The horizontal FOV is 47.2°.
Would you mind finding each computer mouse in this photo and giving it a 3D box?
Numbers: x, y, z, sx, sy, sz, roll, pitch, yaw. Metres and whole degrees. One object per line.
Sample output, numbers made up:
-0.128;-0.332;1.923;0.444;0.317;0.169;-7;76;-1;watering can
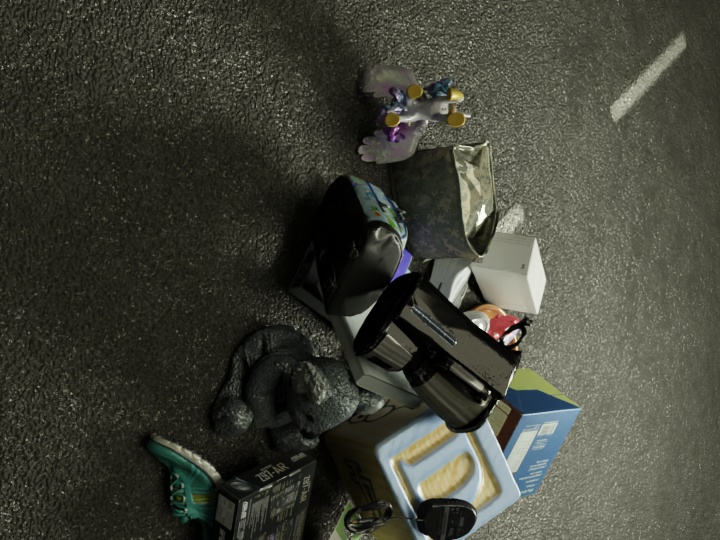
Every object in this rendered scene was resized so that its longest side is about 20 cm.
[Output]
0.071;0.343;1.149;0.198;0.034;0.059;7;99;-19;computer mouse

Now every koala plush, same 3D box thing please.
-0.080;0.169;1.184;0.177;0.199;0.185;27;70;-41;koala plush

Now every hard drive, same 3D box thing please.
0.013;0.105;1.228;0.131;0.026;0.201;29;25;-40;hard drive

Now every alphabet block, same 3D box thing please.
0.091;0.302;1.283;0.194;0.200;0.198;-26;96;-23;alphabet block

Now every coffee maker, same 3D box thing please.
0.112;0.095;1.152;0.200;0.134;0.193;41;49;-14;coffee maker

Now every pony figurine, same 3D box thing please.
0.086;-0.259;1.353;0.200;0.191;0.168;-48;138;-80;pony figurine

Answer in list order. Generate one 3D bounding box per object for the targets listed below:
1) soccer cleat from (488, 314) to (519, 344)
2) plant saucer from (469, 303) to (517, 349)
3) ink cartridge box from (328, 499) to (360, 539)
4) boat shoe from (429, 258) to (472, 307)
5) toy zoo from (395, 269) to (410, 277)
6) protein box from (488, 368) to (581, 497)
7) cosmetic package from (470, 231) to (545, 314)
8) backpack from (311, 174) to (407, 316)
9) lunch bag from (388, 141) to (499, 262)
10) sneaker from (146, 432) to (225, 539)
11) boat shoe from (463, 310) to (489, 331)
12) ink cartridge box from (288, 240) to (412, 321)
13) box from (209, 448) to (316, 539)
0.236;0.155;1.554;0.200;0.066;0.077;-39;130;-38;soccer cleat
0.239;0.167;1.621;0.199;0.037;0.202;3;86;-45;plant saucer
-0.066;0.456;1.258;0.146;0.048;0.201;73;38;-55;ink cartridge box
0.163;0.025;1.535;0.201;0.072;0.071;-57;150;-35;boat shoe
0.052;0.091;1.445;0.131;0.020;0.202;31;67;-40;toy zoo
0.263;0.303;1.517;0.198;0.135;0.201;5;116;-45;protein box
0.285;0.005;1.571;0.200;0.112;0.082;59;45;-61;cosmetic package
-0.006;-0.052;1.231;0.153;0.200;0.164;7;125;-35;backpack
0.150;-0.116;1.447;0.117;0.163;0.202;-13;98;-41;lunch bag
-0.228;0.301;1.124;0.080;0.077;0.201;-45;120;-26;sneaker
0.159;0.135;1.452;0.199;0.068;0.073;-24;106;-24;boat shoe
0.000;0.000;1.363;0.200;0.043;0.199;38;63;-30;ink cartridge box
-0.142;0.369;1.162;0.160;0.043;0.202;-15;122;-52;box
